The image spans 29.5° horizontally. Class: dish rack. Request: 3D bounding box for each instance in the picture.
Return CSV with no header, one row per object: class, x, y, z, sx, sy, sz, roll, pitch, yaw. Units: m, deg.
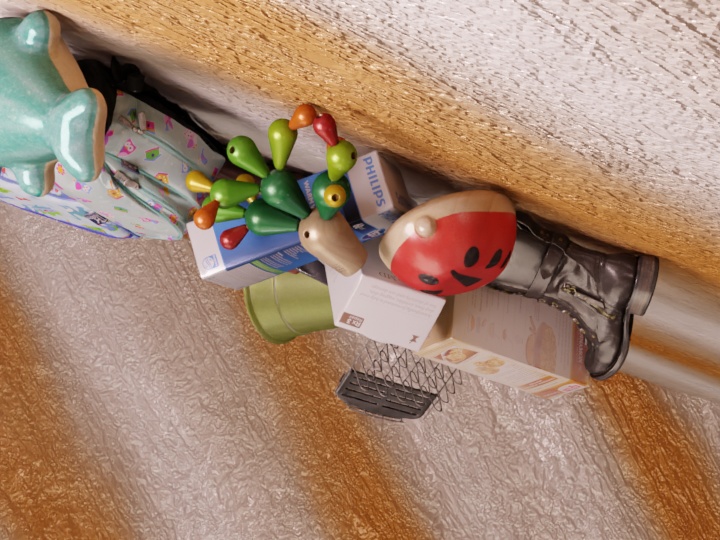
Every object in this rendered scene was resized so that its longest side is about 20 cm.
dish rack,0.066,0.118,1.678,0.152,0.201,0.055,19,-147,-25

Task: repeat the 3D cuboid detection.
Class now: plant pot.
plant pot,-0.043,0.010,2.039,0.188,0.202,0.200,-1,167,31

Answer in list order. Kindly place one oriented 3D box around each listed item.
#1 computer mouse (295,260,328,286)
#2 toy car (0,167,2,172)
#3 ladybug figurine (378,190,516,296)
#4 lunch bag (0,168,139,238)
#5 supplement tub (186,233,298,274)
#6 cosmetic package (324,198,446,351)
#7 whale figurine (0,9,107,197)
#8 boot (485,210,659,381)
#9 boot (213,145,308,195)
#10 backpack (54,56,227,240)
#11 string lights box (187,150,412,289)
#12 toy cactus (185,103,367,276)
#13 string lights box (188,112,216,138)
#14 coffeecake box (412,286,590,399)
computer mouse,0.000,0.000,1.552,0.199,0.046,0.140,29,-168,32
toy car,-0.419,-0.195,1.267,0.182,0.178,0.201,13,147,2
ladybug figurine,0.090,-0.022,1.317,0.135,0.073,0.200,-27,167,17
lunch bag,-0.325,-0.101,1.472,0.198,0.083,0.161,17,171,16
supplement tub,-0.155,-0.073,1.771,0.198,0.108,0.107,19,175,-9
cosmetic package,0.019,-0.011,1.445,0.101,0.074,0.201,17,-152,-20
whale figurine,-0.282,-0.136,1.139,0.103,0.161,0.200,-8,-153,-35
boot,0.211,0.025,1.452,0.172,0.070,0.201,15,136,2
boot,-0.106,-0.090,1.576,0.165,0.073,0.199,18,180,-38
backpack,-0.230,-0.116,1.319,0.166,0.128,0.199,19,169,47
string lights box,-0.055,-0.045,1.330,0.198,0.060,0.103,-21,169,11
toy cactus,-0.056,-0.054,1.208,0.199,0.103,0.165,-27,121,35
string lights box,-0.266,-0.155,1.485,0.198,0.060,0.103,16,173,14
coffeecake box,0.162,0.040,1.522,0.199,0.155,0.073,20,153,-29
